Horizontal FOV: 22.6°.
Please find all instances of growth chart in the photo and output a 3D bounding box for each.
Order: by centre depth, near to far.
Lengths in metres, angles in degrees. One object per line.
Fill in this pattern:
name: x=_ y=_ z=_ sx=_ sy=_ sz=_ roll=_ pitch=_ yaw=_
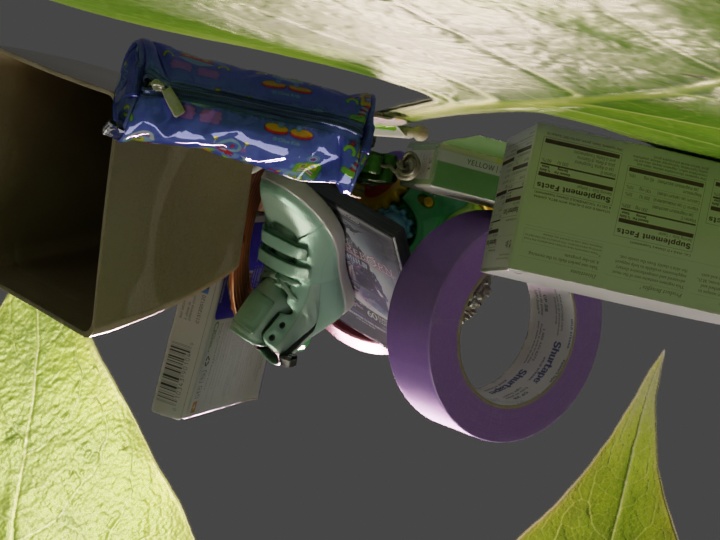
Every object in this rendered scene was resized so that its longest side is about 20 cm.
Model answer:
growth chart: x=-0.055 y=-0.134 z=1.465 sx=0.199 sy=0.018 sz=0.144 roll=12 pitch=178 yaw=-32

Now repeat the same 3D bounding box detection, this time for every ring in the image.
ring: x=-0.087 y=-0.041 z=1.713 sx=0.019 sy=0.202 sz=0.200 roll=13 pitch=179 yaw=17

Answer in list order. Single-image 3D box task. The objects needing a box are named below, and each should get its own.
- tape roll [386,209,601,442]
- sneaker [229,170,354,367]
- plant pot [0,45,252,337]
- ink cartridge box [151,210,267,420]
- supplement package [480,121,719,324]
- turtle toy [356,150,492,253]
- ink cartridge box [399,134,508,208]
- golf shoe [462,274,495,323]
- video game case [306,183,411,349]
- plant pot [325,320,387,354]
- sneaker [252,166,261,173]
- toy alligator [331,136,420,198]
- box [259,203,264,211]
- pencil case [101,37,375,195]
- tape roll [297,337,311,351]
tape roll: x=0.121 y=0.049 z=1.609 sx=0.199 sy=0.201 sz=0.066 roll=13 pitch=-179 yaw=-36
sneaker: x=-0.073 y=0.004 z=1.630 sx=0.074 sy=0.118 sz=0.201 roll=28 pitch=151 yaw=35
plant pot: x=-0.201 y=-0.074 z=1.533 sx=0.176 sy=0.201 sz=0.200 roll=-6 pitch=-159 yaw=-42
ink cartridge box: x=-0.127 y=0.039 z=1.760 sx=0.043 sy=0.199 sz=0.200 roll=16 pitch=-174 yaw=16
supplement package: x=0.205 y=-0.031 z=1.352 sx=0.199 sy=0.112 sz=0.156 roll=13 pitch=179 yaw=-3
turtle toy: x=0.030 y=-0.057 z=1.728 sx=0.200 sy=0.146 sz=0.101 roll=9 pitch=146 yaw=54
ink cartridge box: x=0.130 y=-0.077 z=1.547 sx=0.145 sy=0.048 sz=0.200 roll=13 pitch=-179 yaw=-15
golf shoe: x=0.097 y=-0.013 z=1.774 sx=0.078 sy=0.200 sz=0.097 roll=53 pitch=-176 yaw=-31
video game case: x=0.000 y=0.000 z=1.675 sx=0.143 sy=0.019 sz=0.200 roll=31 pitch=154 yaw=32
plant pot: x=0.030 y=-0.027 z=1.924 sx=0.199 sy=0.201 sz=0.179 roll=12 pitch=163 yaw=7
sneaker: x=-0.137 y=-0.132 z=1.651 sx=0.082 sy=0.075 sz=0.199 roll=-13 pitch=-161 yaw=-41
toy alligator: x=0.008 y=-0.094 z=1.631 sx=0.054 sy=0.060 sz=0.200 roll=13 pitch=179 yaw=-37
box: x=-0.134 y=-0.058 z=1.782 sx=0.021 sy=0.163 sz=0.200 roll=49 pitch=-155 yaw=8
pencil case: x=-0.085 y=-0.113 z=1.318 sx=0.199 sy=0.079 sz=0.087 roll=13 pitch=177 yaw=-13
tape roll: x=-0.092 y=-0.011 z=1.964 sx=0.048 sy=0.202 sz=0.200 roll=-4 pitch=-177 yaw=-15
